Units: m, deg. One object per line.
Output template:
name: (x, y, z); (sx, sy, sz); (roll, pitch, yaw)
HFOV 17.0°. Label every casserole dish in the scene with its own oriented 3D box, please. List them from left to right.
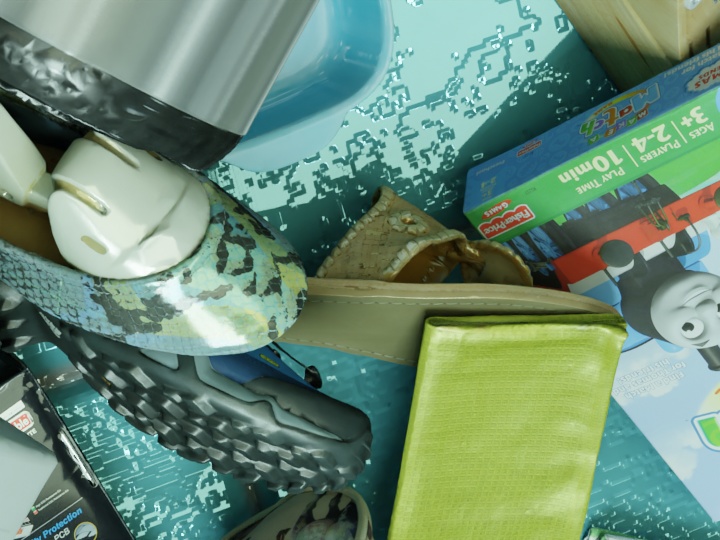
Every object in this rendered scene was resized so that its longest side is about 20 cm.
casserole dish: (-0.061, -0.136, 0.937); (0.121, 0.039, 0.200); (-23, 106, -17)

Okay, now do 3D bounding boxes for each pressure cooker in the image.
pressure cooker: (-0.077, -0.156, 0.810); (0.176, 0.179, 0.200); (29, 95, -10)

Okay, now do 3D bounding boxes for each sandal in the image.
sandal: (0.001, -0.002, 0.972); (0.212, 0.078, 0.070); (-2, 66, -10)

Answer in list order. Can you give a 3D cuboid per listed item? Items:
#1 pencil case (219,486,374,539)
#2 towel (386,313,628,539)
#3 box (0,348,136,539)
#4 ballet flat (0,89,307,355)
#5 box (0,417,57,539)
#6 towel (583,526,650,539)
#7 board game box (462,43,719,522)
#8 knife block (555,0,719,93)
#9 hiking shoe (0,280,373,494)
pencil case: (-0.005, 0.190, 0.982); (0.089, 0.078, 0.200); (-54, 132, -52)
towel: (0.054, 0.104, 0.992); (0.086, 0.018, 0.200); (-2, 124, -16)
box: (-0.176, 0.150, 0.934); (0.200, 0.046, 0.159); (-35, 110, -14)
ballet flat: (-0.113, -0.030, 0.841); (0.200, 0.074, 0.074); (21, 91, 15)
box: (-0.243, 0.075, 0.768); (0.200, 0.199, 0.171); (26, 85, 16)
towel: (0.141, 0.225, 1.094); (0.152, 0.023, 0.200); (13, 93, -25)
board game box: (0.161, 0.005, 1.003); (0.151, 0.037, 0.200); (-27, 120, 26)
knife block: (0.092, -0.159, 0.994); (0.064, 0.176, 0.200); (-42, 157, -10)
hiking shoe: (-0.075, 0.007, 0.891); (0.200, 0.074, 0.087); (29, 69, 8)
